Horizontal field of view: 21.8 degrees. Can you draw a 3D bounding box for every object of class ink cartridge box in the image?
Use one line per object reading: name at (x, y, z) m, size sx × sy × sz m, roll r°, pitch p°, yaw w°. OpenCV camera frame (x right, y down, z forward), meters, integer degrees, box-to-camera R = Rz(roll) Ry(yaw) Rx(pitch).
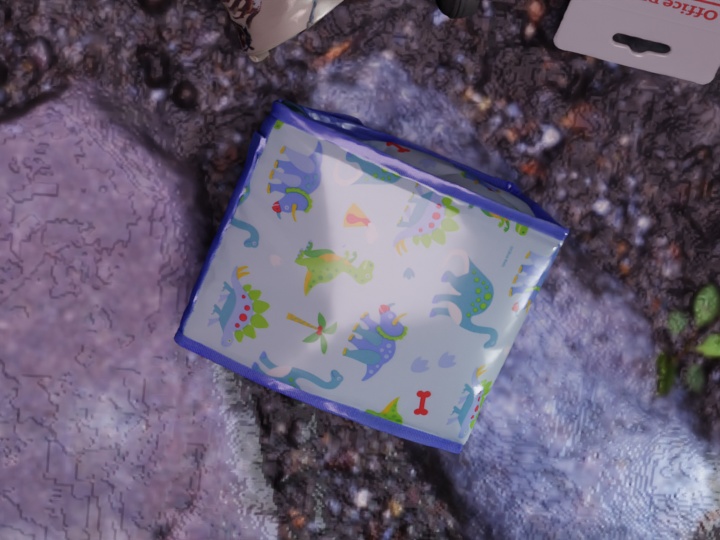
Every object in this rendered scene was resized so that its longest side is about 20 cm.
ink cartridge box at (0.201, -0.221, 1.161) m, size 0.116 × 0.068 × 0.200 m, roll 13°, pitch 135°, yaw -7°

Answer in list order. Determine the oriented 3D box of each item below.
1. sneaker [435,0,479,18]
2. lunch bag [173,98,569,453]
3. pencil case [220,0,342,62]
sneaker at (0.005, -0.246, 1.156) m, size 0.104 × 0.060 × 0.200 m, roll -15°, pitch 102°, yaw -9°
lunch bag at (0.000, 0.000, 1.188) m, size 0.200 × 0.127 × 0.170 m, roll 18°, pitch 102°, yaw -24°
pencil case at (-0.084, -0.224, 1.135) m, size 0.089 × 0.078 × 0.200 m, roll -16°, pitch 115°, yaw 37°
